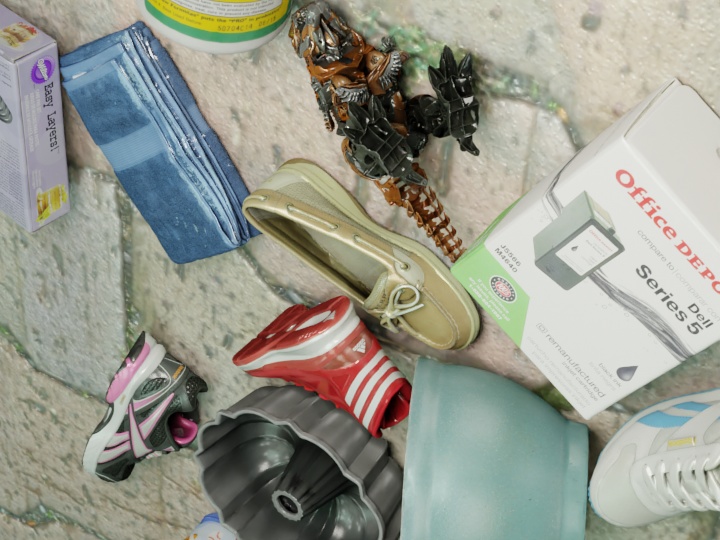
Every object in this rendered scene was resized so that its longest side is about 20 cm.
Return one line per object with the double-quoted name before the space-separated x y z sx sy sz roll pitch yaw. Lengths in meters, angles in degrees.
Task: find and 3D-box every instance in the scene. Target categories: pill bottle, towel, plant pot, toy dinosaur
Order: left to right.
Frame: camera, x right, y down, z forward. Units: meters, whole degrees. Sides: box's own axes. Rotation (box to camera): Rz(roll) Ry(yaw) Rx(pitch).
"towel" -0.164 -0.097 1.428 0.112 0.049 0.200 -14 113 46
"pill bottle" -0.086 -0.252 1.184 0.113 0.113 0.200 32 138 16
"toy dinosaur" 0.023 -0.103 1.251 0.200 0.102 0.136 40 165 -14
"plant pot" 0.102 0.169 1.333 0.134 0.201 0.201 4 130 4

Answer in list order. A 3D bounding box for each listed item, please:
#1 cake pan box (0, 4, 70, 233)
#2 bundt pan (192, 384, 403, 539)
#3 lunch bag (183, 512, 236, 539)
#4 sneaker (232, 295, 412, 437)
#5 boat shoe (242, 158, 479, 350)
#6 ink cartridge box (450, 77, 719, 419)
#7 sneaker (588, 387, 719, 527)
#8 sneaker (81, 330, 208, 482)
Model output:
"cake pan box" -0.329 -0.152 1.499 0.200 0.052 0.185 33 138 29
"bundt pan" -0.043 0.180 1.531 0.202 0.076 0.202 22 134 25
"lunch bag" -0.106 0.326 1.709 0.160 0.076 0.200 23 135 28
"sneaker" -0.028 0.089 1.418 0.116 0.078 0.200 51 163 -9
"boat shoe" 0.000 -0.002 1.354 0.201 0.063 0.073 42 140 4
"ink cartridge box" 0.178 -0.010 1.180 0.146 0.084 0.200 47 140 -2
"sneaker" 0.237 0.128 1.212 0.200 0.081 0.077 -29 103 31
"sneaker" -0.195 0.145 1.636 0.086 0.080 0.200 30 144 2
